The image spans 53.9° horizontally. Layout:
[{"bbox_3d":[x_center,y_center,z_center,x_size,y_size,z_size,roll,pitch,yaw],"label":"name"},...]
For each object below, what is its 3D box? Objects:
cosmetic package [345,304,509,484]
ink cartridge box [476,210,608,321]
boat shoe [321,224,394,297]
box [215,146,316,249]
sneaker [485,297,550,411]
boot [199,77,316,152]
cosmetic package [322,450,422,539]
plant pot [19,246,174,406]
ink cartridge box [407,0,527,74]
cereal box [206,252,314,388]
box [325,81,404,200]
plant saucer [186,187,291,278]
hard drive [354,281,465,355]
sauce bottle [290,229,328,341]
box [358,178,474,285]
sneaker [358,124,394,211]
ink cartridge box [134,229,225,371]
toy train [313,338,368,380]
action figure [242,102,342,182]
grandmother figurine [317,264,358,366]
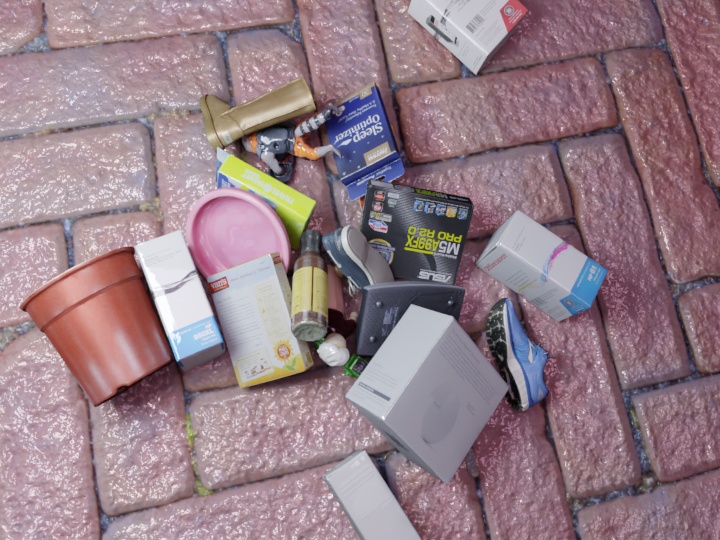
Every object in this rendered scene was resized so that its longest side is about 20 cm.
[{"bbox_3d":[0.116,0.204,1.192,0.201,0.122,0.200,-51,121,-15],"label":"cosmetic package"},{"bbox_3d":[0.328,-0.006,1.304,0.198,0.145,0.086,33,74,0],"label":"ink cartridge box"},{"bbox_3d":[0.000,0.000,1.245,0.061,0.200,0.076,-9,53,29],"label":"boat shoe"},{"bbox_3d":[-0.182,-0.126,1.266,0.197,0.122,0.048,29,63,-1],"label":"box"},{"bbox_3d":[0.294,0.149,1.306,0.087,0.078,0.205,-14,87,-19],"label":"sneaker"},{"bbox_3d":[-0.187,-0.299,1.288,0.196,0.067,0.177,-24,45,1],"label":"boot"},{"bbox_3d":[0.024,0.407,1.180,0.089,0.107,0.203,-29,80,-14],"label":"cosmetic package"},{"bbox_3d":[-0.412,0.098,1.155,0.198,0.201,0.198,-30,91,-14],"label":"plant pot"},{"bbox_3d":[0.216,-0.530,1.445,0.200,0.083,0.147,43,74,3],"label":"ink cartridge box"},{"bbox_3d":[-0.172,0.086,1.207,0.141,0.039,0.205,-16,90,26],"label":"cereal box"},{"bbox_3d":[0.003,-0.242,1.319,0.119,0.032,0.204,-24,63,17],"label":"box"},{"bbox_3d":[-0.207,-0.051,1.235,0.198,0.202,0.051,34,32,1],"label":"plant saucer"},{"bbox_3d":[0.084,0.081,1.252,0.195,0.042,0.138,0,112,-25],"label":"hard drive"},{"bbox_3d":[-0.083,0.020,1.194,0.063,0.065,0.204,6,51,-7],"label":"sauce bottle"},{"bbox_3d":[0.094,-0.067,1.293,0.195,0.044,0.164,10,111,-6],"label":"box"},{"bbox_3d":[0.033,-0.179,1.338,0.071,0.077,0.206,0,78,-10],"label":"sneaker"},{"bbox_3d":[-0.301,0.053,1.195,0.083,0.145,0.204,-21,81,-14],"label":"ink cartridge box"},{"bbox_3d":[-0.051,0.137,1.259,0.199,0.056,0.042,39,74,1],"label":"toy train"},{"bbox_3d":[-0.134,-0.268,1.312,0.188,0.105,0.205,-10,73,10],"label":"action figure"},{"bbox_3d":[-0.054,0.077,1.226,0.118,0.061,0.203,4,49,-17],"label":"grandmother figurine"}]
